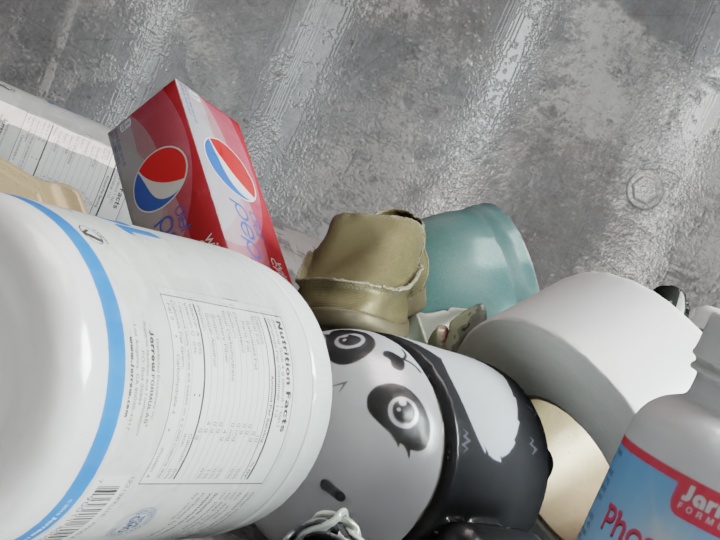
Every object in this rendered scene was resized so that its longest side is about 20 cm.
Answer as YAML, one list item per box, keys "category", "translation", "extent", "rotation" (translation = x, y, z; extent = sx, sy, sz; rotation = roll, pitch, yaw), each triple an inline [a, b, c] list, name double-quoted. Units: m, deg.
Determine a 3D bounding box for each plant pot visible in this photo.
- category: "plant pot"
  translation: [0.047, 0.053, 1.254]
  extent: [0.133, 0.202, 0.200]
  rotation: [-6, 14, -17]

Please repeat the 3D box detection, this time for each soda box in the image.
- category: "soda box"
  translation: [-0.095, -0.021, 0.975]
  extent: [0.070, 0.063, 0.201]
  rotation: [33, 28, -48]

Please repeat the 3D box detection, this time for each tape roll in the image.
- category: "tape roll"
  translation: [0.139, 0.105, 0.905]
  extent: [0.071, 0.203, 0.202]
  rotation: [-26, 33, -27]

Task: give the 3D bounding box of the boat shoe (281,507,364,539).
- category: "boat shoe"
  translation: [-0.007, 0.134, 0.649]
  extent: [0.072, 0.063, 0.200]
  rotation: [24, 4, 4]

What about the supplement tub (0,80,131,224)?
- category: "supplement tub"
  translation: [-0.254, -0.067, 1.272]
  extent: [0.199, 0.133, 0.132]
  rotation: [23, 5, -16]

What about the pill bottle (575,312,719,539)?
- category: "pill bottle"
  translation: [0.150, 0.126, 0.685]
  extent: [0.108, 0.201, 0.109]
  rotation: [23, 4, -2]

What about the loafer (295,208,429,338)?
- category: "loafer"
  translation: [0.000, 0.000, 0.932]
  extent: [0.076, 0.068, 0.200]
  rotation: [4, 7, 7]

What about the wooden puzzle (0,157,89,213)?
- category: "wooden puzzle"
  translation: [-0.202, -0.001, 0.855]
  extent: [0.200, 0.037, 0.186]
  rotation: [28, 31, -56]

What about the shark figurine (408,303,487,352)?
- category: "shark figurine"
  translation: [0.056, 0.078, 1.062]
  extent: [0.089, 0.129, 0.214]
  rotation: [21, 2, -9]

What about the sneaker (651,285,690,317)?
- category: "sneaker"
  translation: [0.153, 0.084, 1.060]
  extent: [0.090, 0.201, 0.070]
  rotation: [23, -22, 13]

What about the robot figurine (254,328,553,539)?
- category: "robot figurine"
  translation: [0.022, 0.097, 0.827]
  extent: [0.150, 0.126, 0.200]
  rotation: [-4, -14, 35]

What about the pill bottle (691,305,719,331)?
- category: "pill bottle"
  translation: [0.230, 0.133, 1.005]
  extent: [0.111, 0.201, 0.111]
  rotation: [21, 5, -2]

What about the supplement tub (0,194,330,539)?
- category: "supplement tub"
  translation: [-0.111, 0.044, 0.631]
  extent: [0.131, 0.133, 0.200]
  rotation: [26, 5, 25]
